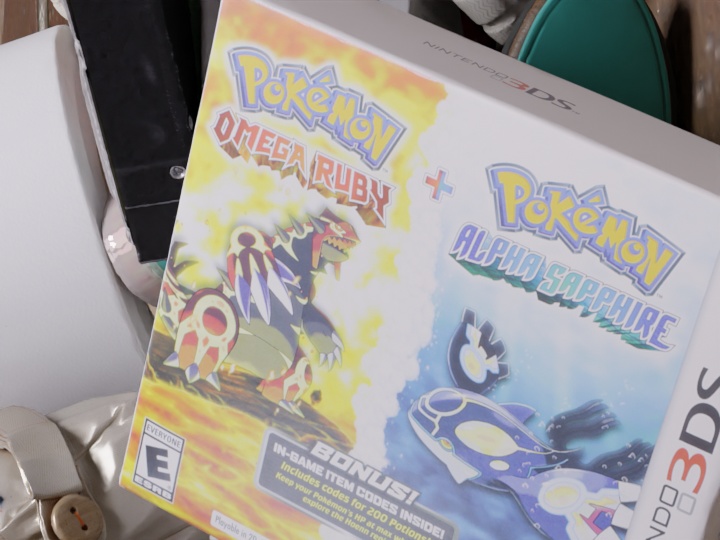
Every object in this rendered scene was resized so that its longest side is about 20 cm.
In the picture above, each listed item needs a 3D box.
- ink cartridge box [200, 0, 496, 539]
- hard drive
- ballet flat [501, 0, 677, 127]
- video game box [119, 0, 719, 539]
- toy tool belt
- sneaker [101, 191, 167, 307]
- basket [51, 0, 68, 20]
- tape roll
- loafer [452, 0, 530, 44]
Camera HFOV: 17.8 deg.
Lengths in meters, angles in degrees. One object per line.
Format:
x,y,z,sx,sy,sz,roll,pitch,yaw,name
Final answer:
0.000,0.000,0.863,0.145,0.083,0.201,21,-112,-74,ink cartridge box
-0.086,-0.122,0.837,0.140,0.038,0.201,-94,-6,-53,hard drive
0.069,0.003,0.771,0.068,0.068,0.201,146,125,-79,ballet flat
0.030,0.027,0.707,0.199,0.047,0.183,25,114,23,video game box
-0.135,0.124,0.903,0.125,0.123,0.200,49,149,-7,toy tool belt
-0.045,-0.066,0.989,0.080,0.071,0.200,-27,30,30,sneaker
-0.082,-0.214,1.017,0.135,0.123,0.201,-23,39,39,basket
-0.130,-0.004,1.031,0.202,0.070,0.203,-18,-90,-87,tape roll
0.050,-0.148,0.865,0.070,0.070,0.200,-43,28,13,loafer
